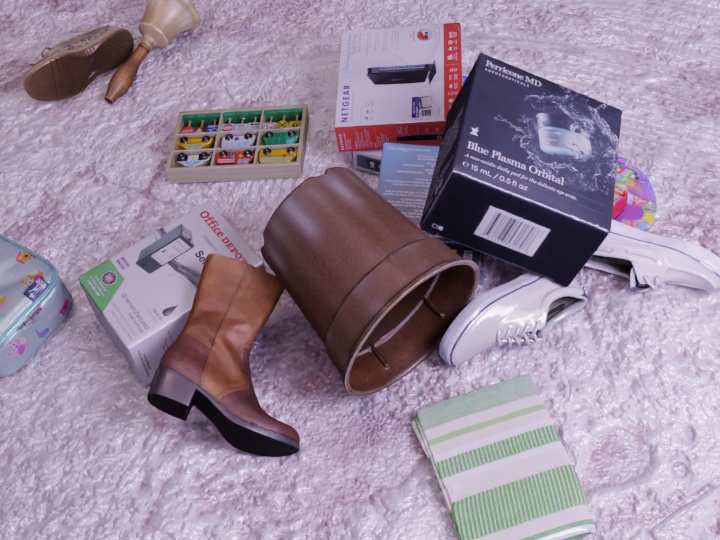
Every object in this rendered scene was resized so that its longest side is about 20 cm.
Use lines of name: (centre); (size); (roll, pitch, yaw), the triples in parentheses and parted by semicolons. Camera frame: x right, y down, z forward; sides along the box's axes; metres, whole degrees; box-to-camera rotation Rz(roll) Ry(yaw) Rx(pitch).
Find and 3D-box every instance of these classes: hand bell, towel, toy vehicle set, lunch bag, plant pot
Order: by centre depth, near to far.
towel: (0.153, 0.216, 1.095); (0.150, 0.024, 0.202); (-16, 49, -6)
plant pot: (0.000, 0.000, 1.154); (0.199, 0.202, 0.199); (-34, 65, -19)
lunch bag: (-0.481, 0.039, 1.294); (0.198, 0.078, 0.161); (25, 58, 25)
toy vehicle set: (-0.176, -0.185, 1.465); (0.195, 0.027, 0.126); (-3, 50, 6)
hand bell: (-0.346, -0.347, 1.601); (0.103, 0.105, 0.202); (19, 68, 22)

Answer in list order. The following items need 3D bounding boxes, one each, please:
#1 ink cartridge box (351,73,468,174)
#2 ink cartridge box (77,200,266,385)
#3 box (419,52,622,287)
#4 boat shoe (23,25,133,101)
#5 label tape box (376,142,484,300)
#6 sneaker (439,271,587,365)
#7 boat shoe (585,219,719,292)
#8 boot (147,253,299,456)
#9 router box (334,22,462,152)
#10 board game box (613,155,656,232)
ink cartridge box: (0.115, -0.202, 1.426); (0.197, 0.044, 0.200); (17, 56, 21)
ink cartridge box: (-0.229, 0.023, 1.266); (0.198, 0.085, 0.146); (-33, 54, -19)
box: (0.193, -0.121, 1.195); (0.193, 0.118, 0.203); (20, 53, -5)
boat shoe: (-0.454, -0.332, 1.603); (0.062, 0.074, 0.199); (29, 49, 35)
label tape box: (0.089, -0.056, 1.288); (0.141, 0.063, 0.204); (5, 73, 12)
sneaker: (0.183, 0.057, 1.186); (0.198, 0.074, 0.071); (-32, 50, -18)
boat shoe: (0.346, -0.006, 1.225); (0.197, 0.074, 0.066); (19, 70, 27)
boot: (-0.129, 0.098, 1.169); (0.185, 0.069, 0.202); (22, 57, 0)
router box: (0.057, -0.260, 1.421); (0.175, 0.049, 0.203); (-3, 52, 7)
board game box: (0.290, -0.103, 1.321); (0.195, 0.039, 0.160); (-5, 50, 5)
